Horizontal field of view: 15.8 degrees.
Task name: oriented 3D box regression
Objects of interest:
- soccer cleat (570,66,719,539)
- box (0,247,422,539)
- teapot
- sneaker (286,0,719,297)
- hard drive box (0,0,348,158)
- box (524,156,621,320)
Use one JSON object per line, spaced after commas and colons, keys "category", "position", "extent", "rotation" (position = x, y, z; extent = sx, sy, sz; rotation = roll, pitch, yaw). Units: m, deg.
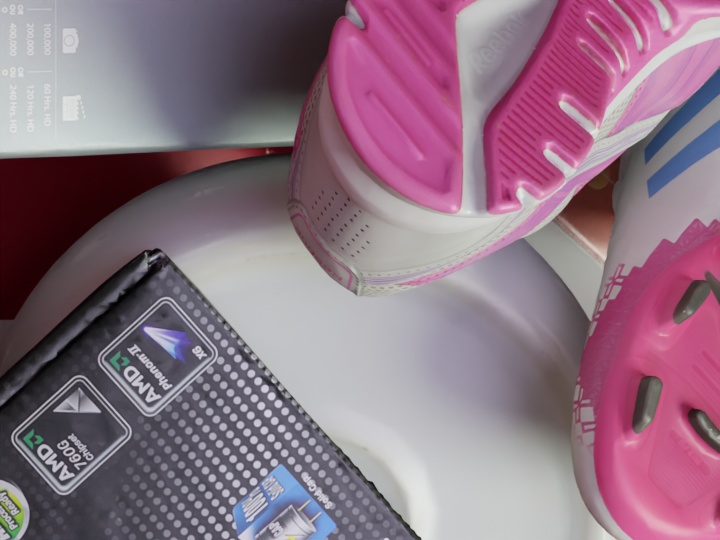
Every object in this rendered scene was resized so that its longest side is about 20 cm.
{"category": "soccer cleat", "position": [0.098, -0.005, 0.706], "extent": [0.070, 0.086, 0.200], "rotation": [41, 60, -21]}
{"category": "box", "position": [-0.057, 0.130, 0.647], "extent": [0.193, 0.048, 0.200], "rotation": [-41, 94, -4]}
{"category": "teapot", "position": [-0.015, 0.051, 0.753], "extent": [0.197, 0.146, 0.200], "rotation": [-34, 104, 5]}
{"category": "sneaker", "position": [0.045, -0.062, 0.663], "extent": [0.200, 0.088, 0.081], "rotation": [-35, 85, -38]}
{"category": "hard drive box", "position": [-0.072, -0.078, 0.727], "extent": [0.199, 0.156, 0.077], "rotation": [-4, 99, -25]}
{"category": "box", "position": [0.117, -0.061, 0.837], "extent": [0.152, 0.106, 0.200], "rotation": [40, 71, -26]}
